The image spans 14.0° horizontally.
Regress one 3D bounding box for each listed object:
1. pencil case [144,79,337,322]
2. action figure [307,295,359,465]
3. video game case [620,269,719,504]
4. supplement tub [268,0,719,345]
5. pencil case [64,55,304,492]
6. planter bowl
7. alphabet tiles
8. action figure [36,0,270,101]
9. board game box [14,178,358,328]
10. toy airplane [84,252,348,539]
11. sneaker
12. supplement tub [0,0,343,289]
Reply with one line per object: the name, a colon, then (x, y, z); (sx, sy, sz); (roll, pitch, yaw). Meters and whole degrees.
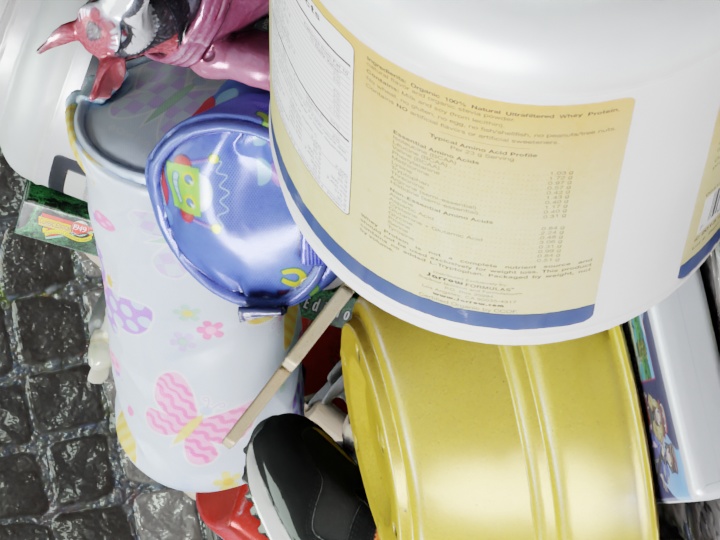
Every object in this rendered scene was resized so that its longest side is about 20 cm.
pencil case: (-0.007, -0.060, 1.126); (0.200, 0.087, 0.078); (-51, -21, -53)
action figure: (0.025, 0.081, 1.291); (0.069, 0.130, 0.201); (25, 137, 48)
video game case: (0.086, -0.015, 1.048); (0.182, 0.023, 0.201); (144, 114, -81)
supplement tub: (0.047, -0.083, 0.792); (0.200, 0.144, 0.145); (94, 162, -61)
pencil case: (-0.072, 0.003, 1.231); (0.201, 0.090, 0.083); (84, -161, -44)
planter bowl: (0.042, 0.055, 1.080); (0.200, 0.083, 0.201); (168, 90, -82)
alphabet tiles: (0.000, 0.000, 1.106); (0.006, 0.167, 0.200); (38, 175, 0)
action figure: (-0.037, -0.129, 1.053); (0.134, 0.200, 0.149); (62, 161, -15)
board game box: (-0.060, -0.023, 1.376); (0.105, 0.199, 0.024); (-89, 19, -56)
toy airplane: (-0.040, 0.057, 1.428); (0.141, 0.199, 0.200); (-41, 66, 30)
sneaker: (0.038, 0.126, 1.184); (0.200, 0.090, 0.070); (54, -158, 10)
supplement tub: (-0.075, -0.087, 1.305); (0.140, 0.199, 0.141); (-159, 90, -87)
